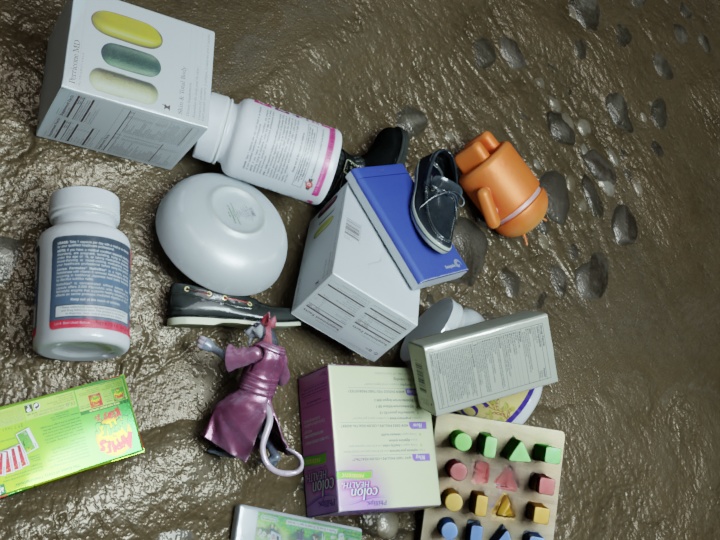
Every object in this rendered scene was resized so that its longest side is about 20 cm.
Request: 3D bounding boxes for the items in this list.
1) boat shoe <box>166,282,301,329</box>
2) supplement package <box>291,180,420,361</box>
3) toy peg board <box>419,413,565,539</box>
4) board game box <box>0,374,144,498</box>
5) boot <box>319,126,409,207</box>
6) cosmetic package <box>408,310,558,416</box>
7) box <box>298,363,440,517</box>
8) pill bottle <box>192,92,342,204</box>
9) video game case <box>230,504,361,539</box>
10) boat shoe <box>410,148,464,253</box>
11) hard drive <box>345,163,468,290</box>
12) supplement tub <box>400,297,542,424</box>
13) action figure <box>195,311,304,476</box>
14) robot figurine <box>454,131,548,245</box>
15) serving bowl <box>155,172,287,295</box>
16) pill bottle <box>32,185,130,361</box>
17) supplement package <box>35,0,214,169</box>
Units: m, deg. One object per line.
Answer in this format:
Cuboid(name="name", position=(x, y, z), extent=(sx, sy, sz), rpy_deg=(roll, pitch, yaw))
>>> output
Cuboid(name="boat shoe", position=(-0.174, 0.053, 1.303), extent=(0.198, 0.073, 0.065), rpy_deg=(6, 78, -27))
Cuboid(name="supplement package", position=(0.000, 0.000, 1.380), extent=(0.154, 0.111, 0.202), rpy_deg=(31, 40, -21))
Cuboid(name="toy peg board", position=(0.197, 0.322, 1.345), extent=(0.196, 0.098, 0.204), rpy_deg=(8, 83, 1))
Cuboid(name="board game box", position=(-0.375, 0.205, 1.134), extent=(0.197, 0.047, 0.104), rpy_deg=(-13, 81, -35))
Cuboid(name="boot", position=(-0.014, -0.179, 1.486), extent=(0.156, 0.079, 0.214), rpy_deg=(33, 59, -20))
Cuboid(name="cosmetic package", position=(0.177, 0.131, 1.339), extent=(0.196, 0.073, 0.106), rpy_deg=(-12, 96, -17))
Cuboid(name="box", position=(0.011, 0.247, 1.344), extent=(0.173, 0.096, 0.204), rpy_deg=(5, 70, -32))
Cuboid(name="pill bottle", position=(-0.135, -0.178, 1.331), extent=(0.196, 0.113, 0.115), rpy_deg=(17, 64, -14))
Cuboid(name="video game case", position=(-0.092, 0.429, 1.257), extent=(0.197, 0.022, 0.186), rpy_deg=(19, 64, -27))
Cuboid(name="boat shoe", position=(0.120, -0.111, 1.413), extent=(0.074, 0.062, 0.202), rpy_deg=(30, 41, -26))
Cuboid(name="hard drive", position=(0.071, -0.070, 1.399), extent=(0.131, 0.025, 0.202), rpy_deg=(-12, 66, -50))
Cuboid(name="supplement tub", position=(0.173, 0.154, 1.452), extent=(0.199, 0.145, 0.147), rpy_deg=(41, 56, -14))
Cuboid(name="action figure", position=(-0.142, 0.156, 1.240), extent=(0.132, 0.148, 0.204), rpy_deg=(14, 91, -42))
Cuboid(name="robot figurine", position=(0.251, -0.143, 1.627), extent=(0.201, 0.116, 0.144), rpy_deg=(50, 10, -8))
Cuboid(name="serving bowl", position=(-0.184, -0.065, 1.305), extent=(0.197, 0.066, 0.203), rpy_deg=(22, 43, -22))
Cuboid(name="pill bottle", position=(-0.352, 0.004, 1.175), extent=(0.118, 0.119, 0.204), rpy_deg=(7, 70, -31))
Cuboid(name="supplement package", position=(-0.321, -0.257, 1.267), extent=(0.197, 0.150, 0.155), rpy_deg=(12, 68, -29))
